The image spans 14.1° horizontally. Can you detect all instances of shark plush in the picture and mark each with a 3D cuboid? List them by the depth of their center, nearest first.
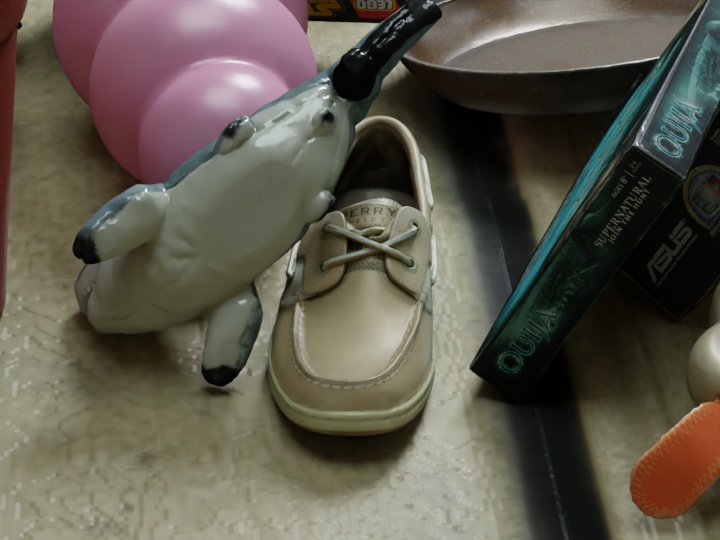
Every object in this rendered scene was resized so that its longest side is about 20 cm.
[{"bbox_3d":[-0.051,-0.050,1.234,0.091,0.200,0.083,32,10,-15],"label":"shark plush"}]

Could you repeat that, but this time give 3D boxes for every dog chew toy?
[{"bbox_3d":[-0.075,-0.092,1.360,0.124,0.125,0.200,-6,38,-12],"label":"dog chew toy"}]

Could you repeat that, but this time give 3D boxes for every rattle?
[{"bbox_3d":[0.193,0.010,1.167,0.199,0.143,0.130,-18,58,-44],"label":"rattle"}]

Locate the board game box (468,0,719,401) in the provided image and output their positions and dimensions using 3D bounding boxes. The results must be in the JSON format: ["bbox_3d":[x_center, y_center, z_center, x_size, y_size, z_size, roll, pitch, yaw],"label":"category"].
[{"bbox_3d":[0.116,-0.044,1.262,0.028,0.135,0.200,33,34,-1],"label":"board game box"}]

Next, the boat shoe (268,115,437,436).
[{"bbox_3d":[0.000,0.000,1.246,0.072,0.065,0.200,4,30,5],"label":"boat shoe"}]

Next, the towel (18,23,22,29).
[{"bbox_3d":[-0.288,-0.139,1.506,0.199,0.050,0.148,-12,35,-18],"label":"towel"}]

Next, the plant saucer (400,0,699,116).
[{"bbox_3d":[0.114,-0.113,1.448,0.199,0.032,0.200,-6,19,2],"label":"plant saucer"}]

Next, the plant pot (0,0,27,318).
[{"bbox_3d":[-0.227,-0.065,1.224,0.200,0.196,0.201,0,29,0],"label":"plant pot"}]

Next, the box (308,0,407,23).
[{"bbox_3d":[-0.076,-0.180,1.461,0.199,0.137,0.040,4,60,25],"label":"box"}]

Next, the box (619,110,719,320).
[{"bbox_3d":[0.207,-0.085,1.271,0.044,0.200,0.160,43,43,10],"label":"box"}]
